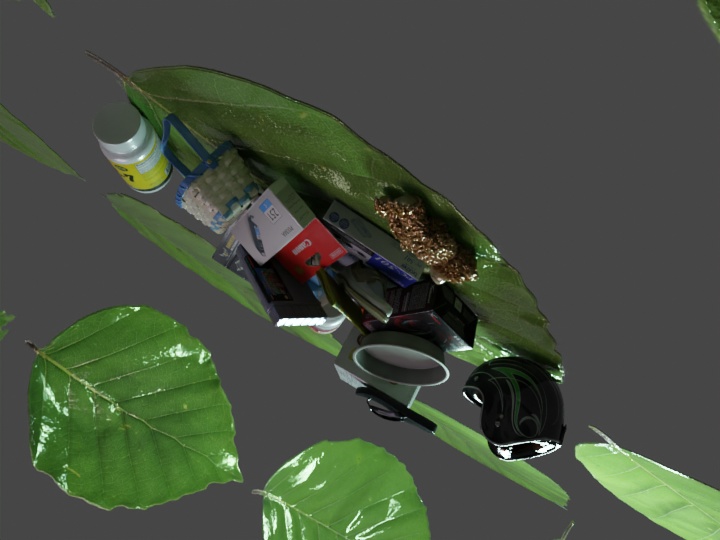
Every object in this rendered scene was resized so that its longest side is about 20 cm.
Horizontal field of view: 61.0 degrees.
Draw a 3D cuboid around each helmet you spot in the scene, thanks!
[{"bbox_3d":[0.311,0.272,1.246,0.196,0.194,0.201,-3,149,-2],"label":"helmet"}]

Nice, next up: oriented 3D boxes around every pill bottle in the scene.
[{"bbox_3d":[-0.089,0.099,1.614,0.112,0.114,0.200,31,164,-1],"label":"pill bottle"},{"bbox_3d":[-0.468,-0.252,1.262,0.113,0.115,0.200,28,164,8],"label":"pill bottle"}]

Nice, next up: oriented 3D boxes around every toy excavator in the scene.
[{"bbox_3d":[-0.096,-0.007,1.312,0.193,0.099,0.203,29,140,47],"label":"toy excavator"}]

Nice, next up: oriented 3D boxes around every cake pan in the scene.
[{"bbox_3d":[0.083,0.177,1.224,0.196,0.037,0.201,11,151,6],"label":"cake pan"}]

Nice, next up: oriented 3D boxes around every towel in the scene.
[{"bbox_3d":[-0.028,0.073,1.191,0.200,0.018,0.087,50,-166,-54],"label":"towel"}]

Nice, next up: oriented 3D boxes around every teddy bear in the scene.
[{"bbox_3d":[0.095,-0.043,0.924,0.144,0.067,0.200,19,160,45],"label":"teddy bear"}]

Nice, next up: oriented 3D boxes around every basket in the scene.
[{"bbox_3d":[-0.285,-0.176,1.107,0.200,0.140,0.176,44,161,-10],"label":"basket"}]

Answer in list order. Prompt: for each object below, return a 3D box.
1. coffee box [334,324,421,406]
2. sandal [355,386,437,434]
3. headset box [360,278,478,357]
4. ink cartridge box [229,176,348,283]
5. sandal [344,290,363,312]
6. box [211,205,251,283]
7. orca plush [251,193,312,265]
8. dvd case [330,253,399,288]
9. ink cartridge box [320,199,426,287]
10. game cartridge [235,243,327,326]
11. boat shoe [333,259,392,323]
[{"bbox_3d":[0.070,0.200,1.459,0.195,0.202,0.200,27,165,12],"label":"coffee box"},{"bbox_3d":[0.073,0.311,1.339,0.197,0.043,0.076,26,163,15],"label":"sandal"},{"bbox_3d":[0.108,0.099,1.202,0.198,0.076,0.148,-13,137,40],"label":"headset box"},{"bbox_3d":[-0.137,-0.055,1.123,0.177,0.045,0.199,48,144,-8],"label":"ink cartridge box"},{"bbox_3d":[0.038,0.058,1.299,0.203,0.060,0.080,-3,143,23],"label":"sandal"},{"bbox_3d":[-0.228,-0.054,1.365,0.157,0.049,0.200,34,134,-8],"label":"box"},{"bbox_3d":[-0.166,-0.081,1.251,0.199,0.106,0.071,38,-177,3],"label":"orca plush"},{"bbox_3d":[0.000,0.000,1.322,0.142,0.018,0.199,37,163,-15],"label":"dvd case"},{"bbox_3d":[0.019,-0.045,1.102,0.198,0.045,0.094,33,166,-4],"label":"ink cartridge box"},{"bbox_3d":[-0.159,0.025,1.215,0.128,0.039,0.201,8,-140,-49],"label":"game cartridge"},{"bbox_3d":[0.013,0.030,1.142,0.075,0.068,0.200,47,176,-32],"label":"boat shoe"}]
